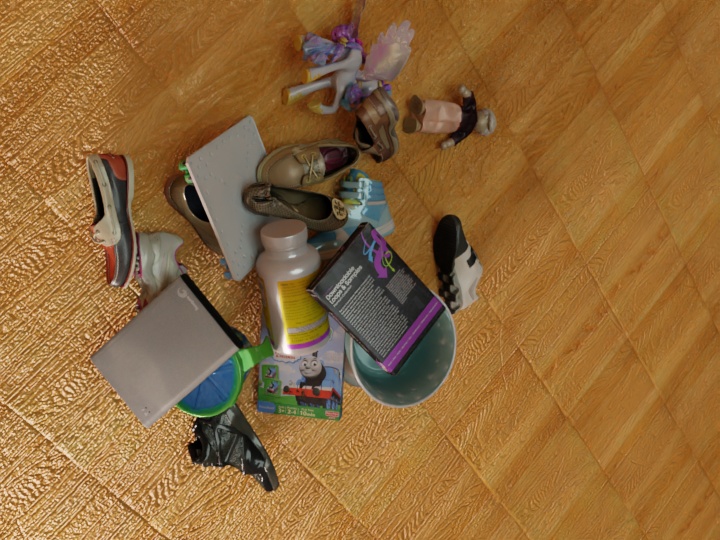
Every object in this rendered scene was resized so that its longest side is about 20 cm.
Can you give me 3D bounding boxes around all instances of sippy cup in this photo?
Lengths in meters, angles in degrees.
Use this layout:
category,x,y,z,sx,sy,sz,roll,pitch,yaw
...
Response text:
category,x,y,z,sx,sy,sz,roll,pitch,yaw
sippy cup,-0.233,0.149,1.252,0.175,0.130,0.142,19,101,8

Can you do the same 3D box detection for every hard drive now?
category,x,y,z,sx,sy,sz,roll,pitch,yaw
hard drive,-0.290,0.121,1.173,0.199,0.033,0.140,-40,91,12

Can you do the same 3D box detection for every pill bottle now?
category,x,y,z,sx,sy,sz,roll,pitch,yaw
pill bottle,-0.108,0.026,1.240,0.103,0.104,0.203,-20,119,-26

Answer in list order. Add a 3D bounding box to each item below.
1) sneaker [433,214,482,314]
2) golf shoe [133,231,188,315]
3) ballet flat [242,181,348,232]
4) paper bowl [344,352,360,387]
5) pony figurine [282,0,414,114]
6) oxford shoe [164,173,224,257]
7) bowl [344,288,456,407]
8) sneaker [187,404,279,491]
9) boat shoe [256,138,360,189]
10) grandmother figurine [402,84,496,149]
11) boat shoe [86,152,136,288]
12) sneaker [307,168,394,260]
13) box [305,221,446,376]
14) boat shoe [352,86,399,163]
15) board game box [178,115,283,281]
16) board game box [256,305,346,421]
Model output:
category,x,y,z,sx,sy,sz,roll,pitch,yaw
sneaker,0.196,-0.021,1.526,0.087,0.074,0.203,-19,119,-26
golf shoe,-0.309,0.036,1.231,0.090,0.075,0.203,-12,107,-32
ballet flat,-0.096,-0.107,1.257,0.198,0.046,0.068,10,54,-36
paper bowl,0.019,0.113,1.427,0.198,0.104,0.204,-7,104,-28
pony figurine,-0.017,-0.346,1.297,0.198,0.167,0.195,-12,138,-32
oxford shoe,-0.228,-0.072,1.254,0.200,0.074,0.071,41,79,-31
bowl,0.052,0.120,1.318,0.198,0.105,0.205,-1,92,-26
sneaker,-0.222,0.318,1.342,0.114,0.076,0.201,-37,114,-17
boat shoe,-0.082,-0.179,1.303,0.199,0.066,0.075,-29,114,-37
grandmother figurine,0.178,-0.288,1.469,0.197,0.061,0.122,0,127,-34
boat shoe,-0.373,-0.073,1.165,0.062,0.071,0.204,-5,98,-42
sneaker,-0.033,-0.102,1.366,0.198,0.079,0.133,-26,115,-35
box,0.027,0.045,1.228,0.200,0.036,0.143,47,72,-21
boat shoe,0.019,-0.235,1.323,0.071,0.200,0.076,-35,72,-9
board game box,-0.191,-0.116,1.233,0.200,0.026,0.202,-53,129,-53
board game box,-0.100,0.151,1.355,0.149,0.037,0.204,5,99,6
